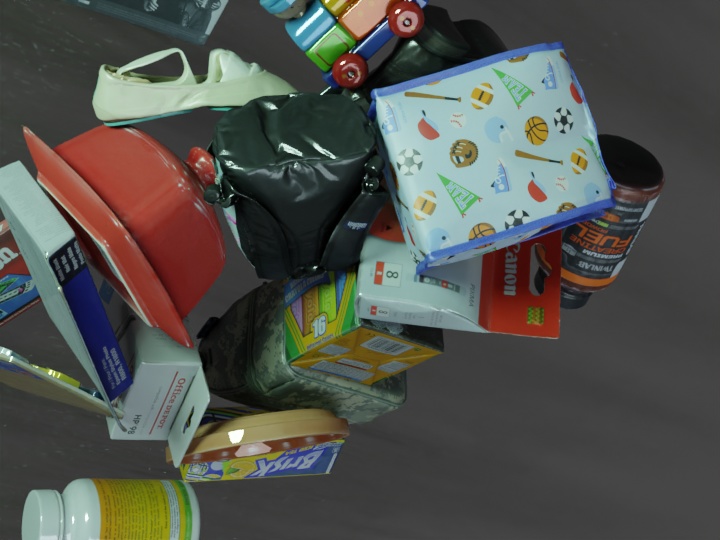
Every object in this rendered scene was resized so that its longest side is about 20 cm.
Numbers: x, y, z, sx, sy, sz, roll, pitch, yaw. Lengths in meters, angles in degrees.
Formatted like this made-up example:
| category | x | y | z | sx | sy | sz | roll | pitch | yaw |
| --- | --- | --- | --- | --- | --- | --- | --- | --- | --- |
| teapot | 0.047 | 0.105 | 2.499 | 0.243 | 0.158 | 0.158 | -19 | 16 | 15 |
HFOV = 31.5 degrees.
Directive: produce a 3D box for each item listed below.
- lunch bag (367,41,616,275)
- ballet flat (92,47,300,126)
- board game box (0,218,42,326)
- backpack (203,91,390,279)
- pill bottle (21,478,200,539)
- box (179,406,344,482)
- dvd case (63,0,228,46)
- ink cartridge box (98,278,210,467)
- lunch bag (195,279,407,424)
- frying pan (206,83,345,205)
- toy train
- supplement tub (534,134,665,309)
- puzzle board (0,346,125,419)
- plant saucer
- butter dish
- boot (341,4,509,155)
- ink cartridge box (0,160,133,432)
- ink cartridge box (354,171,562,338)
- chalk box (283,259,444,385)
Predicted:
| category | x | y | z | sx | sy | sz | roll | pitch | yaw |
| --- | --- | --- | --- | --- | --- | --- | --- | --- | --- |
| lunch bag | 0.123 | -0.106 | 1.182 | 0.198 | 0.172 | 0.124 | -19 | 177 | -6 |
| ballet flat | -0.150 | -0.175 | 1.188 | 0.198 | 0.070 | 0.070 | -8 | 136 | -16 |
| board game box | -0.401 | 0.027 | 1.303 | 0.199 | 0.020 | 0.103 | -32 | 137 | 8 |
| backpack | -0.058 | -0.077 | 1.208 | 0.165 | 0.128 | 0.201 | -2 | 150 | -1 |
| pill bottle | -0.307 | 0.312 | 1.564 | 0.198 | 0.112 | 0.112 | 7 | 130 | -30 |
| box | -0.125 | 0.213 | 1.586 | 0.198 | 0.065 | 0.070 | 0 | 133 | -26 |
| dvd case | -0.156 | -0.296 | 1.088 | 0.149 | 0.025 | 0.201 | 13 | 125 | -34 |
| ink cartridge box | -0.222 | 0.092 | 1.316 | 0.066 | 0.201 | 0.116 | 6 | 130 | -29 |
| lunch bag | -0.069 | 0.101 | 1.446 | 0.199 | 0.141 | 0.167 | 20 | 144 | -38 |
| frying pan | -0.090 | -0.144 | 1.266 | 0.114 | 0.031 | 0.191 | 14 | 116 | -41 |
| toy train | 0.012 | -0.271 | 1.159 | 0.200 | 0.085 | 0.116 | -41 | 122 | 17 |
| supplement tub | 0.267 | -0.050 | 1.472 | 0.106 | 0.107 | 0.201 | -2 | 133 | -23 |
| puzzle board | -0.346 | 0.098 | 1.276 | 0.151 | 0.199 | 0.018 | 38 | 67 | -44 |
| plant saucer | -0.111 | 0.177 | 1.371 | 0.198 | 0.033 | 0.200 | -8 | 168 | -2 |
| butter dish | -0.195 | -0.061 | 1.207 | 0.147 | 0.199 | 0.201 | -38 | 143 | -15 |
| boot | 0.057 | -0.175 | 1.279 | 0.199 | 0.070 | 0.174 | 14 | 132 | -46 |
| ink cartridge box | -0.272 | 0.023 | 1.203 | 0.040 | 0.200 | 0.201 | -28 | 136 | -16 |
| ink cartridge box | 0.100 | -0.020 | 1.249 | 0.198 | 0.163 | 0.050 | 5 | 147 | 4 |
| chalk box | 0.000 | 0.000 | 1.347 | 0.124 | 0.202 | 0.124 | 19 | 146 | -37 |
